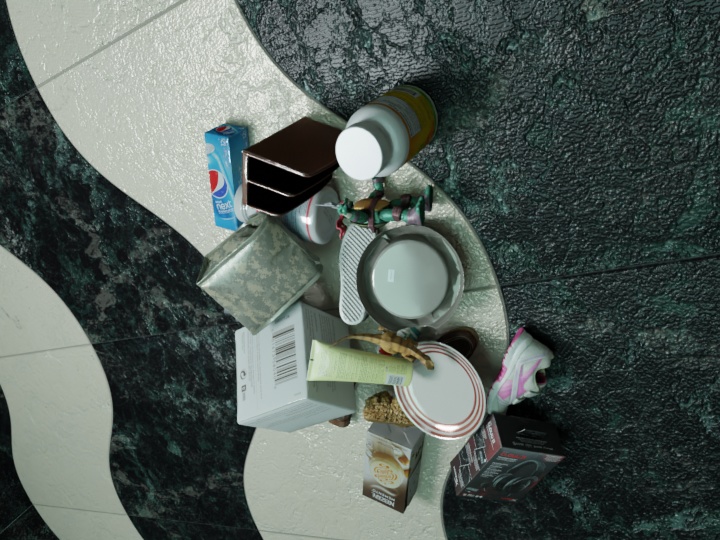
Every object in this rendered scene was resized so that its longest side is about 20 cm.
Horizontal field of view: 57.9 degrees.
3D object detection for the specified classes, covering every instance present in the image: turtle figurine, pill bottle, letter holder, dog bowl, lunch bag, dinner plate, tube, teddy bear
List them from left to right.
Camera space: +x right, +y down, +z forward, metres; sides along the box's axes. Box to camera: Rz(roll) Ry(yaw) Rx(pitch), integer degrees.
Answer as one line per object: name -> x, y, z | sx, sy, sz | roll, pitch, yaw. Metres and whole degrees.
lunch bag -> -0.187, -0.006, 1.246 | 0.198, 0.119, 0.164 | -36, 117, 19
pill bottle -> -0.146, -0.121, 1.273 | 0.195, 0.109, 0.111 | 12, 122, 26
letter holder -> -0.096, -0.178, 1.151 | 0.139, 0.200, 0.103 | 20, 126, 19
tube -> 0.000, 0.179, 1.220 | 0.194, 0.059, 0.052 | 8, 148, -10
turtle figurine -> 0.024, -0.120, 1.155 | 0.195, 0.152, 0.102 | 5, 136, 18
pill bottle -> 0.041, -0.218, 1.044 | 0.109, 0.200, 0.114 | 14, 124, 23
teddy bear -> 0.104, 0.292, 1.365 | 0.195, 0.068, 0.145 | -1, 157, 28
dog bowl -> 0.091, 0.012, 1.194 | 0.194, 0.059, 0.206 | 2, 102, 8
dinner plate -> 0.151, 0.227, 1.245 | 0.196, 0.024, 0.206 | 14, 115, 31

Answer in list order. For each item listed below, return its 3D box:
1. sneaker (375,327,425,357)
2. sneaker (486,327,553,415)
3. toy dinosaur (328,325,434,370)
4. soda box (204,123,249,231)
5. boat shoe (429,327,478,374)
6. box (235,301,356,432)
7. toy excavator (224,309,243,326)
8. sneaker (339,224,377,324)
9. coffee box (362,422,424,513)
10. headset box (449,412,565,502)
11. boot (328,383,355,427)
sneaker -> 0.079, 0.126, 1.284 | 0.069, 0.093, 0.202 | 31, 128, 11
sneaker -> 0.295, 0.209, 1.208 | 0.087, 0.081, 0.204 | 27, 128, 17
toy dinosaur -> 0.047, 0.129, 1.203 | 0.195, 0.106, 0.062 | 15, 100, 3
soda box -> -0.266, -0.189, 1.333 | 0.063, 0.068, 0.205 | 14, 122, 23
boat shoe -> 0.151, 0.184, 1.290 | 0.071, 0.070, 0.200 | 47, 128, 0
box -> -0.135, 0.206, 1.345 | 0.197, 0.170, 0.204 | -24, 60, 30
toy excavator -> -0.223, 0.008, 1.403 | 0.097, 0.205, 0.195 | 6, 160, 13
sneaker -> 0.000, 0.000, 1.280 | 0.076, 0.079, 0.206 | 11, 97, 18
coffee box -> 0.073, 0.433, 1.470 | 0.112, 0.080, 0.205 | 17, 124, 22
headset box -> 0.285, 0.361, 1.260 | 0.145, 0.078, 0.202 | 13, 132, -20
boot -> -0.092, 0.250, 1.477 | 0.181, 0.065, 0.204 | 14, 126, 9
